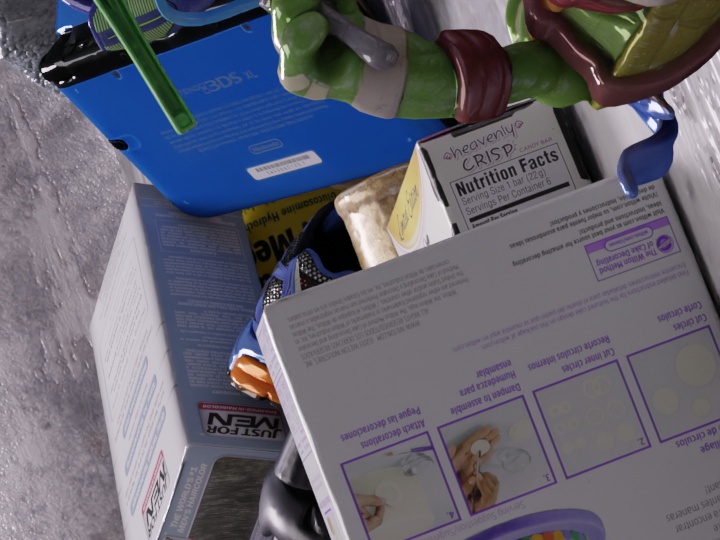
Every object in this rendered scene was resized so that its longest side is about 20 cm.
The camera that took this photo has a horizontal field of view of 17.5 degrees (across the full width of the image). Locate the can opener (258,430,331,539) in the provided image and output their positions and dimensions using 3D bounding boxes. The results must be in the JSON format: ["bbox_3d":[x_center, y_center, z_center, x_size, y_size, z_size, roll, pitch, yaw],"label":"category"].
[{"bbox_3d":[0.013,0.086,1.061,0.063,0.079,0.200,33,-161,15],"label":"can opener"}]

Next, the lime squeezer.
[{"bbox_3d":[-0.109,-0.139,0.912,0.070,0.038,0.200,27,153,32],"label":"lime squeezer"}]

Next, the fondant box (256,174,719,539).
[{"bbox_3d":[0.066,0.084,0.781,0.058,0.144,0.201,118,131,-78],"label":"fondant box"}]

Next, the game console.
[{"bbox_3d":[-0.051,-0.134,1.109,0.200,0.119,0.171,-12,130,47],"label":"game console"}]

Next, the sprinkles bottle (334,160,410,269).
[{"bbox_3d":[0.051,0.049,1.035,0.068,0.068,0.201,143,107,-81],"label":"sprinkles bottle"}]

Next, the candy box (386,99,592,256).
[{"bbox_3d":[0.077,0.047,0.907,0.136,0.061,0.201,107,143,-76],"label":"candy box"}]

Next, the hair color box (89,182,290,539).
[{"bbox_3d":[-0.085,0.057,1.157,0.200,0.060,0.099,-107,30,-49],"label":"hair color box"}]

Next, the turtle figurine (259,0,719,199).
[{"bbox_3d":[0.034,-0.109,0.569,0.201,0.143,0.194,66,167,2],"label":"turtle figurine"}]

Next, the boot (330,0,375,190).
[{"bbox_3d":[-0.031,-0.137,1.221,0.166,0.072,0.201,-33,-82,-85],"label":"boot"}]

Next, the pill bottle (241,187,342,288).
[{"bbox_3d":[-0.024,0.011,1.271,0.112,0.112,0.201,114,135,-77],"label":"pill bottle"}]

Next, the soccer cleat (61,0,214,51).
[{"bbox_3d":[-0.130,-0.167,1.061,0.200,0.084,0.065,49,171,44],"label":"soccer cleat"}]

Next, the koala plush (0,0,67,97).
[{"bbox_3d":[-0.142,-0.199,1.411,0.200,0.183,0.178,-101,-4,-66],"label":"koala plush"}]

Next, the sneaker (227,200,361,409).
[{"bbox_3d":[0.000,0.000,1.126,0.200,0.075,0.079,-62,-5,-64],"label":"sneaker"}]

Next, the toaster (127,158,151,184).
[{"bbox_3d":[-0.096,-0.071,1.540,0.200,0.113,0.130,-176,71,-83],"label":"toaster"}]

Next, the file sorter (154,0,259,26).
[{"bbox_3d":[-0.058,-0.216,0.906,0.123,0.138,0.200,80,167,-60],"label":"file sorter"}]
